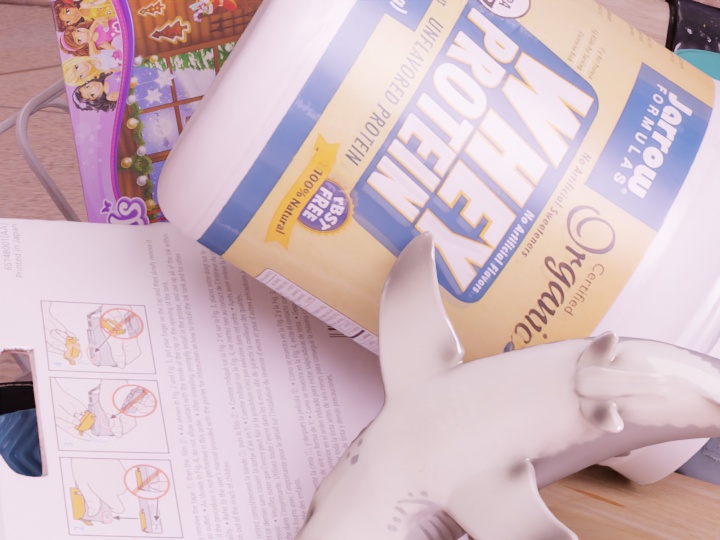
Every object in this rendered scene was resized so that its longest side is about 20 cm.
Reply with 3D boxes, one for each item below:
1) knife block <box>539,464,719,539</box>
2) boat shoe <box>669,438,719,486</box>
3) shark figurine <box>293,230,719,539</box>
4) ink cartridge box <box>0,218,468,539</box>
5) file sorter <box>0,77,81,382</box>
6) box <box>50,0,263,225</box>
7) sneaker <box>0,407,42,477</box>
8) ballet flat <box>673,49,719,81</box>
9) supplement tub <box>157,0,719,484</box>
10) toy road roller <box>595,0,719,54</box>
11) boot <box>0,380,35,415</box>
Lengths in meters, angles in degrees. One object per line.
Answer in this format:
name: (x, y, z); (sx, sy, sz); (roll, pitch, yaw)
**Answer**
knife block: (0.137, 0.115, 0.786); (0.174, 0.064, 0.200); (3, 11, 2)
boat shoe: (0.160, 0.084, 0.855); (0.200, 0.062, 0.073); (30, -13, 45)
shark figurine: (0.081, 0.056, 0.714); (0.213, 0.129, 0.089); (-5, -20, 28)
ink cartridge box: (-0.061, 0.062, 0.812); (0.175, 0.045, 0.201); (1, 43, -15)
file sorter: (-0.097, -0.049, 1.123); (0.200, 0.125, 0.139); (-27, 8, 43)
box: (-0.046, -0.046, 0.957); (0.136, 0.201, 0.039); (-13, -17, 2)
sneaker: (-0.075, 0.088, 0.891); (0.199, 0.077, 0.081); (-2, -7, -18)
ballet flat: (0.218, -0.041, 1.043); (0.199, 0.070, 0.069); (16, 11, 0)
supplement tub: (0.046, -0.030, 0.805); (0.199, 0.145, 0.145); (32, 9, -6)
toy road roller: (0.087, -0.053, 1.128); (0.122, 0.147, 0.200); (15, -20, -9)
boot: (-0.185, 0.026, 0.945); (0.073, 0.152, 0.200); (9, 13, 32)
